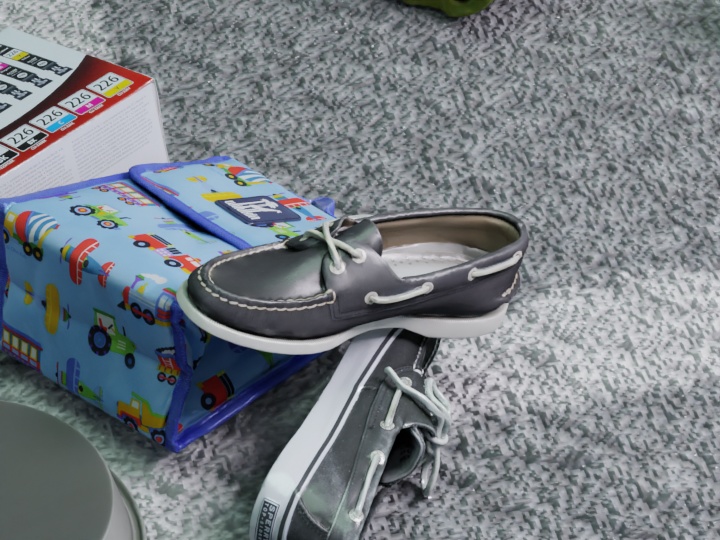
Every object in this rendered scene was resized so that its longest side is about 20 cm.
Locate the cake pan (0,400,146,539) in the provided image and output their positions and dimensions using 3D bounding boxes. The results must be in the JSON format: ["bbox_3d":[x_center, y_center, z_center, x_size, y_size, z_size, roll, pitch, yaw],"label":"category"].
[{"bbox_3d":[-0.210,0.135,1.489,0.199,0.037,0.201,-1,39,1],"label":"cake pan"}]

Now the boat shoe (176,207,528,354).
[{"bbox_3d":[0.000,0.000,1.505,0.199,0.060,0.074,0,40,-30],"label":"boat shoe"}]

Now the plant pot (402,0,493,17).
[{"bbox_3d":[0.082,-0.271,1.886,0.200,0.201,0.184,22,55,27],"label":"plant pot"}]

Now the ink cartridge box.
[{"bbox_3d":[-0.241,-0.054,1.675,0.175,0.084,0.200,20,43,38],"label":"ink cartridge box"}]

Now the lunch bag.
[{"bbox_3d":[-0.083,0.002,1.617,0.150,0.094,0.200,27,35,35],"label":"lunch bag"}]

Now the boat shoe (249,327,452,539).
[{"bbox_3d":[0.012,0.083,1.516,0.068,0.074,0.199,20,36,13],"label":"boat shoe"}]
